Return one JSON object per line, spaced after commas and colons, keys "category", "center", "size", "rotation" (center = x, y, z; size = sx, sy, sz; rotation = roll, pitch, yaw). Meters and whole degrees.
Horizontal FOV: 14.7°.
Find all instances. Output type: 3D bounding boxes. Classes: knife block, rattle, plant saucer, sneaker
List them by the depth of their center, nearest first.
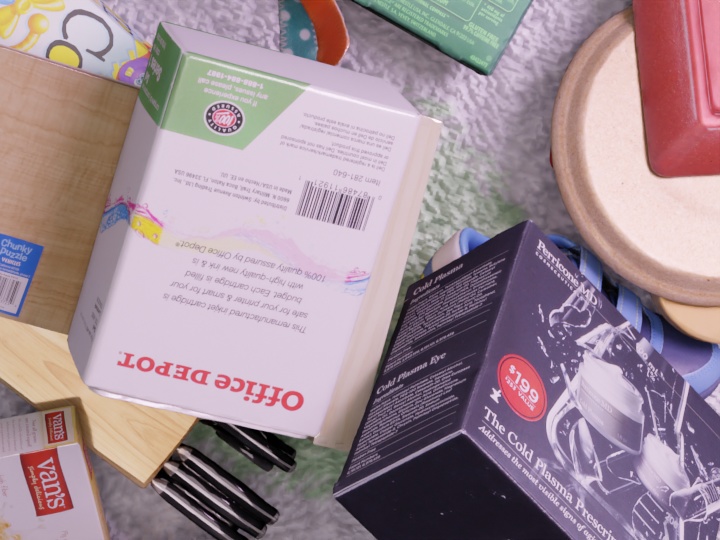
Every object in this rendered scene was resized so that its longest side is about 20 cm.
{"category": "rattle", "center": [-0.052, -0.224, 1.658], "size": [0.200, 0.130, 0.143], "rotation": [36, 49, 9]}
{"category": "plant saucer", "center": [0.262, -0.161, 1.664], "size": [0.199, 0.037, 0.201], "rotation": [-3, 81, -14]}
{"category": "sneaker", "center": [0.128, 0.030, 1.678], "size": [0.199, 0.074, 0.082], "rotation": [14, 132, -5]}
{"category": "knife block", "center": [-0.141, 0.094, 1.690], "size": [0.199, 0.064, 0.176], "rotation": [-8, 94, -2]}

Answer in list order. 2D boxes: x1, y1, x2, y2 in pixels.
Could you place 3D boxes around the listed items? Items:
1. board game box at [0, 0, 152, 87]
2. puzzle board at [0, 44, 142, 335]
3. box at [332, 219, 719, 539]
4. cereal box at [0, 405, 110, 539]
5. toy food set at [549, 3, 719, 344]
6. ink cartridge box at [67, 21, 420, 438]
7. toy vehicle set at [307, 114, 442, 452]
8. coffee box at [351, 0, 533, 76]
{"category": "board game box", "center": [-0.208, -0.138, 1.651], "size": [0.200, 0.105, 0.103], "rotation": [41, 92, -5]}
{"category": "puzzle board", "center": [-0.160, -0.038, 1.601], "size": [0.199, 0.017, 0.151], "rotation": [16, 102, -22]}
{"category": "box", "center": [0.105, 0.110, 1.586], "size": [0.104, 0.182, 0.200], "rotation": [-30, 116, 35]}
{"category": "cereal box", "center": [-0.252, 0.159, 1.666], "size": [0.199, 0.040, 0.144], "rotation": [-11, 132, -1]}
{"category": "toy food set", "center": [0.209, -0.072, 1.680], "size": [0.200, 0.049, 0.198], "rotation": [38, 75, -3]}
{"category": "ink cartridge box", "center": [-0.069, -0.022, 1.578], "size": [0.144, 0.084, 0.201], "rotation": [14, 104, -18]}
{"category": "toy vehicle set", "center": [0.000, 0.000, 1.658], "size": [0.026, 0.124, 0.201], "rotation": [14, 93, -11]}
{"category": "coffee box", "center": [0.075, -0.230, 1.661], "size": [0.123, 0.044, 0.201], "rotation": [29, 94, -4]}
